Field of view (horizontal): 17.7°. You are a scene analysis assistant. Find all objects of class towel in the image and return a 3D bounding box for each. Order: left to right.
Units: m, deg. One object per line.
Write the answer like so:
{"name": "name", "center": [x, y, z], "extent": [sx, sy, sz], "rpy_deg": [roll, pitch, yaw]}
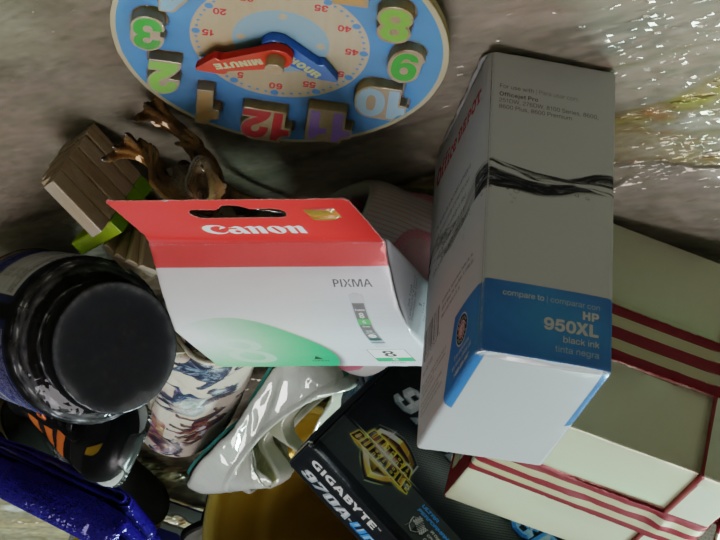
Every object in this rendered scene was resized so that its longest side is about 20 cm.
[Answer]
{"name": "towel", "center": [-0.250, 0.158, 1.771], "extent": [0.199, 0.050, 0.148], "rpy_deg": [26, 173, 10]}

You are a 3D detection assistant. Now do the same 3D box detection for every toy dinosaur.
{"name": "toy dinosaur", "center": [-0.104, -0.055, 1.463], "extent": [0.106, 0.060, 0.200], "rpy_deg": [44, -173, 5]}

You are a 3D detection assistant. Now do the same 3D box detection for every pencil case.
{"name": "pencil case", "center": [-0.123, 0.070, 1.697], "extent": [0.089, 0.078, 0.200], "rpy_deg": [-14, 159, -20]}

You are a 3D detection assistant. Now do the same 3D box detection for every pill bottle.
{"name": "pill bottle", "center": [-0.196, 0.044, 1.561], "extent": [0.111, 0.113, 0.200], "rpy_deg": [20, 175, -24]}

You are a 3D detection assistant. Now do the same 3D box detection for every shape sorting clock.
{"name": "shape sorting clock", "center": [-0.047, -0.133, 1.345], "extent": [0.198, 0.040, 0.200], "rpy_deg": [5, 152, 3]}

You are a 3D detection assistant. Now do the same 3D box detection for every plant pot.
{"name": "plant pot", "center": [0.007, 0.213, 1.841], "extent": [0.200, 0.202, 0.188], "rpy_deg": [-18, 160, 38]}

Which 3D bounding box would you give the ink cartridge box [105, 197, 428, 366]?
{"name": "ink cartridge box", "center": [-0.049, 0.011, 1.427], "extent": [0.160, 0.051, 0.200], "rpy_deg": [0, 162, 20]}

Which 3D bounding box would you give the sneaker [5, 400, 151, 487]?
{"name": "sneaker", "center": [-0.224, 0.099, 1.703], "extent": [0.090, 0.070, 0.200], "rpy_deg": [23, -175, -28]}

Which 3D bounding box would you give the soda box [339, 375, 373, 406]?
{"name": "soda box", "center": [0.076, 0.111, 1.740], "extent": [0.199, 0.069, 0.063], "rpy_deg": [22, 149, -24]}

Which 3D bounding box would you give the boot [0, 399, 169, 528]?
{"name": "boot", "center": [-0.193, 0.149, 1.877], "extent": [0.138, 0.078, 0.200], "rpy_deg": [-21, 143, 34]}

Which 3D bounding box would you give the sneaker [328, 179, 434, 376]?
{"name": "sneaker", "center": [0.000, 0.000, 1.552], "extent": [0.104, 0.076, 0.200], "rpy_deg": [21, 149, -15]}

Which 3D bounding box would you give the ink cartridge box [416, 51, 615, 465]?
{"name": "ink cartridge box", "center": [0.093, -0.006, 1.381], "extent": [0.084, 0.201, 0.145], "rpy_deg": [9, 153, -9]}

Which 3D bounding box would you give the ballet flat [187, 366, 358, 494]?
{"name": "ballet flat", "center": [-0.065, 0.122, 1.717], "extent": [0.069, 0.070, 0.200], "rpy_deg": [19, 132, -23]}

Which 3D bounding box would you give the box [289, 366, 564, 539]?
{"name": "box", "center": [0.071, 0.153, 1.636], "extent": [0.200, 0.159, 0.046], "rpy_deg": [47, 148, 3]}

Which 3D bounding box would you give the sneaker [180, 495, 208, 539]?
{"name": "sneaker", "center": [-0.070, 0.215, 1.964], "extent": [0.198, 0.116, 0.081], "rpy_deg": [-13, 156, -34]}

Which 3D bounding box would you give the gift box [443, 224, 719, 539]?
{"name": "gift box", "center": [0.177, 0.086, 1.568], "extent": [0.185, 0.186, 0.200], "rpy_deg": [20, 154, -6]}

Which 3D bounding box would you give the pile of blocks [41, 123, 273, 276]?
{"name": "pile of blocks", "center": [-0.134, -0.021, 1.529], "extent": [0.199, 0.083, 0.062], "rpy_deg": [25, 147, -32]}

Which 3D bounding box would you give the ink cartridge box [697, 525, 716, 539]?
{"name": "ink cartridge box", "center": [0.261, 0.188, 1.705], "extent": [0.161, 0.201, 0.057], "rpy_deg": [15, 153, -15]}

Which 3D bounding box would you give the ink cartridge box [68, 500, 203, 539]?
{"name": "ink cartridge box", "center": [-0.152, 0.276, 1.973], "extent": [0.197, 0.200, 0.047], "rpy_deg": [23, 115, -26]}
